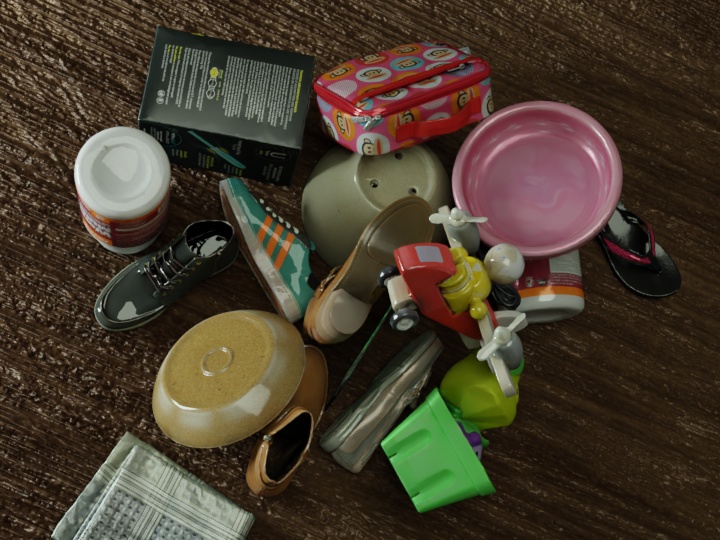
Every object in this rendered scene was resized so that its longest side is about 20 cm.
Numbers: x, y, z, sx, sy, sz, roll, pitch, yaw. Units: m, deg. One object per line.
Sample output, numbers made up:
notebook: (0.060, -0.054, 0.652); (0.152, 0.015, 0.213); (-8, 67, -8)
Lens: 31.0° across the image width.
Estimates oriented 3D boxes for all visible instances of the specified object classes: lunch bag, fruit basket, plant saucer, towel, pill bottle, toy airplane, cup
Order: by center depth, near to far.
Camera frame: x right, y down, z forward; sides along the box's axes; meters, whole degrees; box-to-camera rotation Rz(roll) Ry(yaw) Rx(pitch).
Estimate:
toy airplane: (0.130, 0.027, 1.438); (0.141, 0.199, 0.200); (-37, 92, 24)
towel: (-0.251, 0.319, 1.533); (0.199, 0.035, 0.193); (32, 73, 1)
plant saucer: (-0.164, 0.116, 1.537); (0.199, 0.036, 0.201); (-14, 46, 15)
plant saucer: (0.209, -0.102, 1.538); (0.199, 0.051, 0.202); (-4, 67, 10)
fruit basket: (0.129, 0.186, 1.541); (0.215, 0.216, 0.156); (-28, 81, -15)
pill bottle: (-0.281, -0.088, 1.547); (0.109, 0.200, 0.110); (2, 75, -9)
lunch bag: (0.058, -0.205, 1.569); (0.199, 0.176, 0.082); (-22, 124, -23)
cup: (0.031, -0.097, 1.629); (0.199, 0.143, 0.202); (2, 75, -8)
pill bottle: (0.221, -0.041, 1.654); (0.109, 0.110, 0.202); (-2, 76, -9)

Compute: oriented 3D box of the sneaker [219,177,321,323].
sneaker: (-0.106, -0.035, 1.633); (0.080, 0.071, 0.201); (-29, 90, -16)

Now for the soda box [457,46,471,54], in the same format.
soda box: (0.053, -0.234, 1.706); (0.199, 0.068, 0.064); (-15, 80, -12)

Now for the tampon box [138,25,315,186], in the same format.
tampon box: (-0.167, -0.202, 1.621); (0.198, 0.150, 0.127); (10, 75, -6)

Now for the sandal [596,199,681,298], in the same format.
sandal: (0.350, -0.046, 1.717); (0.075, 0.045, 0.200); (-35, 83, -16)

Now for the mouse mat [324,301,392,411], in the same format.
mouse mat: (0.009, 0.086, 1.548); (0.008, 0.200, 0.161); (33, 72, 0)

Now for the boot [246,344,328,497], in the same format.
boot: (-0.082, 0.171, 1.534); (0.076, 0.155, 0.201); (28, 73, -2)

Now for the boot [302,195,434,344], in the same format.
boot: (0.000, 0.000, 1.550); (0.074, 0.155, 0.200); (41, 75, -8)

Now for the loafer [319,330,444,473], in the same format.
loafer: (0.036, 0.163, 1.608); (0.200, 0.072, 0.063); (-45, 99, -10)

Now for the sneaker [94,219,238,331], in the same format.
sneaker: (-0.240, -0.002, 1.578); (0.199, 0.106, 0.075); (-34, 83, -11)

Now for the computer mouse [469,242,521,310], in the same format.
computer mouse: (0.211, -0.052, 1.569); (0.200, 0.044, 0.110); (-43, 66, -7)
